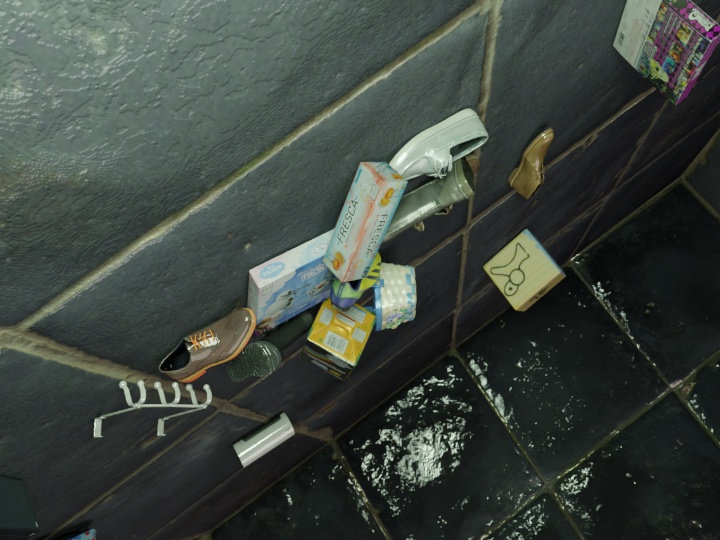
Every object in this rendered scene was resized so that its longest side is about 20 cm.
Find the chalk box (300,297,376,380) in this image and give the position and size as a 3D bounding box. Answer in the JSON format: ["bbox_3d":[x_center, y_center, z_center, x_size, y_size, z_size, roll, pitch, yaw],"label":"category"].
[{"bbox_3d":[-0.055,0.155,1.295,0.126,0.122,0.201,-63,-179,-23],"label":"chalk box"}]

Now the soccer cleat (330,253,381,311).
[{"bbox_3d":[0.001,0.001,1.145,0.201,0.063,0.085,-52,164,-51],"label":"soccer cleat"}]

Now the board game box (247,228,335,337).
[{"bbox_3d":[-0.122,0.025,1.093,0.196,0.044,0.201,-28,158,-26],"label":"board game box"}]

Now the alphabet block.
[{"bbox_3d":[0.575,0.003,2.007,0.199,0.198,0.195,-41,158,17],"label":"alphabet block"}]

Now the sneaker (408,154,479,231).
[{"bbox_3d":[0.171,-0.151,1.155,0.197,0.076,0.071,-34,160,-7],"label":"sneaker"}]

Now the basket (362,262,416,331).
[{"bbox_3d":[0.031,0.060,1.317,0.192,0.144,0.177,0,158,4],"label":"basket"}]

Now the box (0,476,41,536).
[{"bbox_3d":[-0.683,0.442,0.969,0.179,0.105,0.201,-30,159,-15],"label":"box"}]

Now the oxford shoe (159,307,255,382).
[{"bbox_3d":[-0.275,0.135,1.040,0.198,0.072,0.072,-39,156,6],"label":"oxford shoe"}]

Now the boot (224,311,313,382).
[{"bbox_3d":[-0.158,0.143,1.163,0.162,0.068,0.198,-19,-174,40],"label":"boot"}]

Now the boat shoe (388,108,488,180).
[{"bbox_3d":[0.136,-0.202,0.989,0.198,0.072,0.070,-34,160,-10],"label":"boat shoe"}]

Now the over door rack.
[{"bbox_3d":[-0.390,0.251,1.071,0.145,0.069,0.198,14,141,-44],"label":"over door rack"}]

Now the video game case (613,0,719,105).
[{"bbox_3d":[0.550,-0.422,1.048,0.035,0.184,0.200,-34,160,2],"label":"video game case"}]

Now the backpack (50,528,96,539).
[{"bbox_3d":[-0.776,0.771,1.492,0.182,0.136,0.199,-41,162,17],"label":"backpack"}]

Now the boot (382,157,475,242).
[{"bbox_3d":[0.116,-0.139,1.077,0.197,0.073,0.183,-32,-163,24],"label":"boot"}]

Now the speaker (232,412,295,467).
[{"bbox_3d":[-0.314,0.550,1.865,0.196,0.082,0.082,-29,159,-20],"label":"speaker"}]

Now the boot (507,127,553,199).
[{"bbox_3d":[0.419,-0.251,1.361,0.072,0.076,0.202,-26,156,-21],"label":"boot"}]

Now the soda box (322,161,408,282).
[{"bbox_3d":[0.005,-0.082,0.981,0.067,0.064,0.204,-10,134,-44],"label":"soda box"}]
